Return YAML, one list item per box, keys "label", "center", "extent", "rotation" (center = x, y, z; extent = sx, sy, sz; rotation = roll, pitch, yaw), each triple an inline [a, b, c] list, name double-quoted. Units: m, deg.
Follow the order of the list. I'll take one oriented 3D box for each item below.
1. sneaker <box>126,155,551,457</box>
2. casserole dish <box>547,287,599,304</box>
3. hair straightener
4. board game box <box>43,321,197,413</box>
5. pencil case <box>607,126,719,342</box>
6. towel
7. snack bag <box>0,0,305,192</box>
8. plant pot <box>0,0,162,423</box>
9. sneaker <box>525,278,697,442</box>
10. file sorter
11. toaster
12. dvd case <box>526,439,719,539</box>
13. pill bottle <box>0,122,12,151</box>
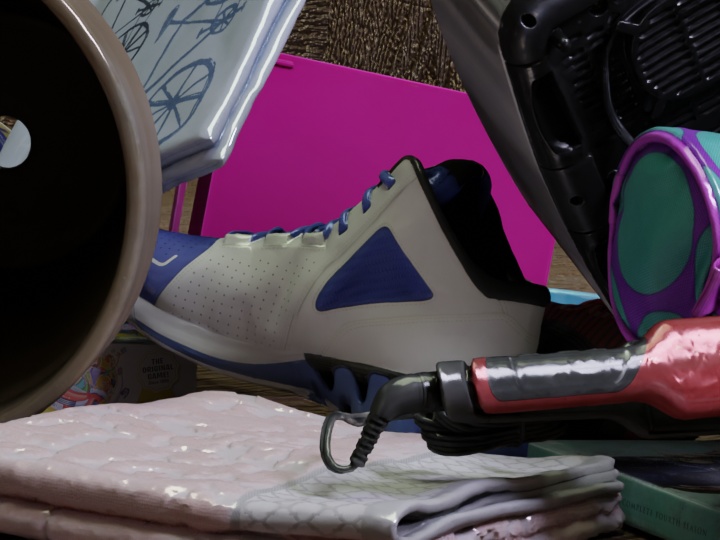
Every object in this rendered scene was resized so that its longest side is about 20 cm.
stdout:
- label: "sneaker"
  center: [0.001, 0.000, 1.099]
  extent: [0.199, 0.116, 0.080]
  rotation: [21, 5, 28]
- label: "casserole dish"
  center: [0.135, 0.037, 1.426]
  extent: [0.199, 0.039, 0.121]
  rotation: [9, 6, 31]
- label: "hair straightener"
  center: [0.074, 0.049, 0.897]
  extent: [0.199, 0.041, 0.077]
  rotation: [-9, -16, -25]
- label: "board game box"
  center: [-0.185, 0.036, 1.162]
  extent: [0.199, 0.034, 0.134]
  rotation: [3, 6, -21]
- label: "pencil case"
  center: [0.190, -0.004, 0.993]
  extent: [0.199, 0.085, 0.092]
  rotation: [4, 28, -25]
- label: "towel"
  center: [-0.029, 0.072, 0.924]
  extent: [0.190, 0.032, 0.200]
  rotation: [7, 5, 27]
- label: "snack bag"
  center: [-0.095, -0.093, 1.223]
  extent: [0.200, 0.189, 0.021]
  rotation: [-20, -52, 43]
- label: "plant pot"
  center: [-0.162, -0.043, 1.053]
  extent: [0.199, 0.201, 0.174]
  rotation: [5, 10, 7]
- label: "sneaker"
  center: [0.062, 0.042, 1.138]
  extent: [0.098, 0.071, 0.200]
  rotation: [-7, 14, -31]
- label: "file sorter"
  center: [-0.020, -0.028, 1.307]
  extent: [0.199, 0.140, 0.125]
  rotation: [9, 2, -34]
- label: "toaster"
  center: [0.130, -0.086, 1.048]
  extent: [0.200, 0.181, 0.119]
  rotation: [-31, 36, -4]
- label: "dvd case"
  center: [0.182, 0.085, 1.018]
  extent: [0.199, 0.022, 0.146]
  rotation: [3, 5, -24]
- label: "pill bottle"
  center: [-0.237, -0.035, 1.275]
  extent: [0.119, 0.120, 0.200]
  rotation: [6, -4, 15]
